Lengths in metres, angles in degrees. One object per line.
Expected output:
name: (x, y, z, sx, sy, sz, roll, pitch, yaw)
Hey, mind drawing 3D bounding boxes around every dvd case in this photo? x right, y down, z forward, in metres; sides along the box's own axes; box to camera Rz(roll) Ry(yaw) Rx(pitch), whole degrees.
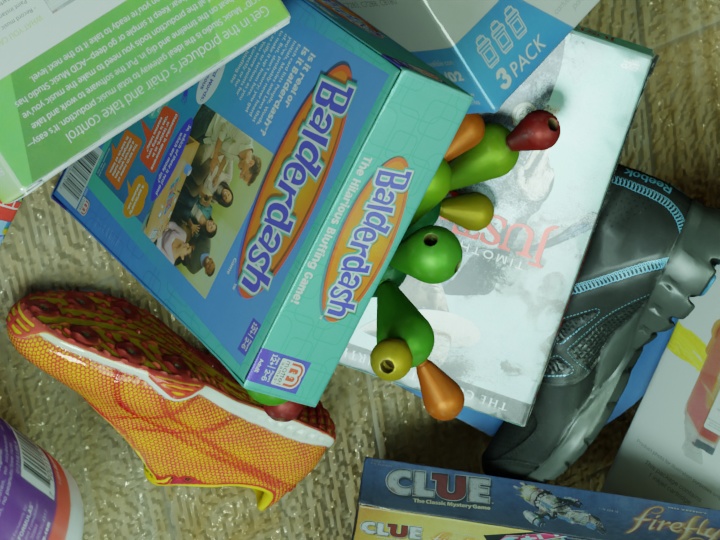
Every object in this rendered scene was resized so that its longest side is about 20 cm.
dvd case: (0.045, -0.037, 1.339, 0.146, 0.022, 0.200, 19, 109, 2)

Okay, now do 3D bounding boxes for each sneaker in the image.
sneaker: (-0.097, 0.070, 1.330, 0.200, 0.073, 0.077, 30, 107, -37)
sneaker: (0.110, 0.030, 1.403, 0.082, 0.073, 0.200, 32, 116, -1)

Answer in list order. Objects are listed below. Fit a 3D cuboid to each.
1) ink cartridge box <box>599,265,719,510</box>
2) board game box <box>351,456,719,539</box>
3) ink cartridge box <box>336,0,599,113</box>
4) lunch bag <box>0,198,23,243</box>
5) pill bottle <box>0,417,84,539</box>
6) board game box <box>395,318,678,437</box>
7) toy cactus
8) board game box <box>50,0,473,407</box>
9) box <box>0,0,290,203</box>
ink cartridge box: (0.228, 0.060, 1.487, 0.145, 0.083, 0.200, -9, 128, -52)
board game box: (0.092, 0.168, 1.436, 0.200, 0.035, 0.136, 9, 134, 0)
ink cartridge box: (0.024, -0.181, 1.223, 0.115, 0.068, 0.200, -48, 117, -26)
lunch bag: (-0.241, -0.077, 1.159, 0.200, 0.094, 0.151, 21, 102, -26)
pill bottle: (-0.227, 0.088, 1.227, 0.111, 0.111, 0.200, -48, 130, -1)
board game box: (0.090, 0.007, 1.438, 0.200, 0.039, 0.158, 30, 103, -37)
toy cactus: (0.000, 0.000, 1.283, 0.102, 0.165, 0.200, 48, 60, -26)
board game box: (-0.049, -0.053, 1.207, 0.045, 0.200, 0.152, 19, 105, -38)
box: (-0.141, -0.148, 1.127, 0.144, 0.036, 0.200, -35, 94, -22)
